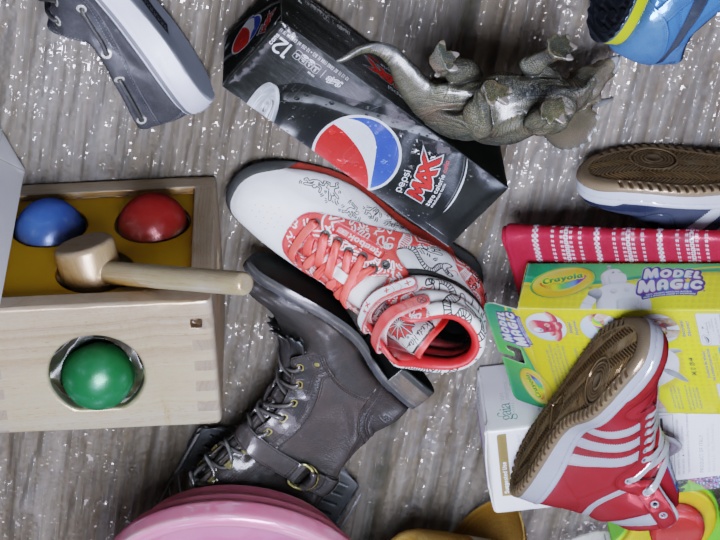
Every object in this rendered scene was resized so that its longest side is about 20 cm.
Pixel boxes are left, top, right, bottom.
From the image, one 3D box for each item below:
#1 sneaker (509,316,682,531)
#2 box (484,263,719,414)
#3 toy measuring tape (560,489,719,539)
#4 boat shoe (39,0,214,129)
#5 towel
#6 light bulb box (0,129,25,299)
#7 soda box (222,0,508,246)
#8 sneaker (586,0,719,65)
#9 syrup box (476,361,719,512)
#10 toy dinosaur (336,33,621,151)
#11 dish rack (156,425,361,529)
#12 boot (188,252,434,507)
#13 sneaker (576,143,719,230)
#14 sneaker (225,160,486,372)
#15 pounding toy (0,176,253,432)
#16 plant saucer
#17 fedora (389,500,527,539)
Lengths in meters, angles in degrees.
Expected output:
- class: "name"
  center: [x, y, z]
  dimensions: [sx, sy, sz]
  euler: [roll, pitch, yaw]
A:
- class: "sneaker"
  center: [0.190, 0.109, 1.507]
  dimensions: [0.112, 0.071, 0.200]
  euler: [21, 140, -10]
- class: "box"
  center: [0.192, 0.048, 1.525]
  dimensions: [0.200, 0.048, 0.117]
  euler: [-1, 138, 18]
- class: "toy measuring tape"
  center: [0.197, 0.182, 1.670]
  dimensions: [0.200, 0.074, 0.074]
  euler: [-6, 123, 1]
- class: "boat shoe"
  center: [-0.172, -0.170, 1.430]
  dimensions: [0.066, 0.070, 0.200]
  euler: [-27, 128, 13]
- class: "towel"
  center: [0.203, 0.019, 1.539]
  dimensions: [0.200, 0.023, 0.145]
  euler: [2, 138, 19]
- class: "light bulb box"
  center: [-0.340, -0.028, 1.432]
  dimensions: [0.200, 0.198, 0.125]
  euler: [-21, 120, 10]
- class: "soda box"
  center: [0.004, -0.104, 1.473]
  dimensions: [0.200, 0.071, 0.063]
  euler: [34, 116, -22]
- class: "sneaker"
  center: [0.224, -0.218, 1.418]
  dimensions: [0.078, 0.066, 0.200]
  euler: [15, 122, -25]
- class: "syrup box"
  center: [0.187, 0.113, 1.618]
  dimensions: [0.200, 0.079, 0.082]
  euler: [-7, 124, 2]
- class: "toy dinosaur"
  center: [0.083, -0.108, 1.427]
  dimensions: [0.200, 0.077, 0.102]
  euler: [-4, 161, -11]
- class: "dish rack"
  center: [-0.095, 0.213, 1.686]
  dimensions: [0.153, 0.055, 0.200]
  euler: [20, 120, -16]
- class: "boot"
  center: [-0.059, 0.099, 1.581]
  dimensions: [0.174, 0.069, 0.200]
  euler: [-44, 121, 9]
- class: "sneaker"
  center: [0.244, -0.026, 1.536]
  dimensions: [0.200, 0.070, 0.109]
  euler: [1, 122, -6]
- class: "sneaker"
  center: [0.001, 0.000, 1.518]
  dimensions: [0.201, 0.108, 0.067]
  euler: [26, 118, -18]
- class: "pounding toy"
  center: [-0.159, 0.015, 1.467]
  dimensions: [0.184, 0.200, 0.142]
  euler: [-3, 123, -1]
- class: "plant saucer"
  center: [-0.088, 0.218, 1.606]
  dimensions: [0.200, 0.051, 0.201]
  euler: [2, 140, 2]
- class: "fedora"
  center: [0.050, 0.249, 1.634]
  dimensions: [0.082, 0.201, 0.201]
  euler: [22, 120, -17]
